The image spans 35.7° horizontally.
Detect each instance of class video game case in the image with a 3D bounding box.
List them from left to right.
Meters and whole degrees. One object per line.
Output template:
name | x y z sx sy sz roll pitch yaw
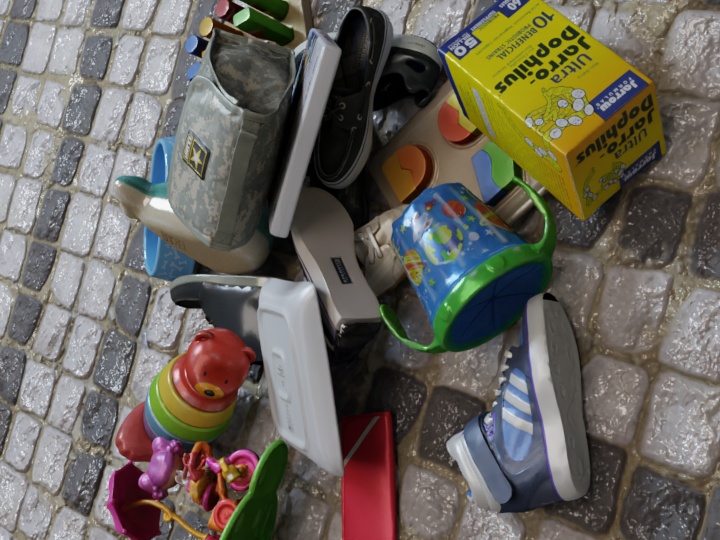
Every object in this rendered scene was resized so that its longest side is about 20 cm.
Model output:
video game case | -0.065 -0.154 1.211 0.182 0.023 0.203 -111 37 -72

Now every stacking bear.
stacking bear | -0.192 0.145 1.320 0.201 0.120 0.114 -53 14 41

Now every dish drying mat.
dish drying mat | 0.007 0.257 1.217 0.076 0.018 0.203 -11 73 38

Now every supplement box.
supplement box | 0.184 -0.165 1.083 0.109 0.110 0.200 -39 53 -4

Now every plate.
plate | -0.073 0.112 1.213 0.199 0.032 0.203 -176 77 -71

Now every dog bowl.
dog bowl | -0.243 -0.079 1.441 0.112 0.049 0.203 -130 47 -58

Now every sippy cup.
sippy cup | 0.100 -0.012 1.112 0.176 0.140 0.131 -28 62 -18

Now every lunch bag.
lunch bag | -0.138 -0.139 1.197 0.201 0.116 0.166 -96 21 -58

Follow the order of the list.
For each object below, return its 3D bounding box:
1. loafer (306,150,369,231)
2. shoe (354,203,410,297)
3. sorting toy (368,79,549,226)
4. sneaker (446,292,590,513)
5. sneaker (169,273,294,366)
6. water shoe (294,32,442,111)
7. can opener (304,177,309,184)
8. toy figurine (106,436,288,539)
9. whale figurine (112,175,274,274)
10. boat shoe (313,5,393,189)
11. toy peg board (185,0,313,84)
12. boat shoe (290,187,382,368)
loafer | -0.030 -0.122 1.300 0.068 0.070 0.203 -21 62 34
shoe | 0.000 0.000 1.241 0.200 0.053 0.070 -47 60 34
sorting toy | 0.102 -0.110 1.210 0.185 0.036 0.201 -43 55 25
sneaker | 0.139 0.133 1.090 0.145 0.080 0.203 -15 76 33
sneaker | -0.168 0.062 1.376 0.198 0.074 0.108 -2 81 41
water shoe | -0.005 -0.224 1.280 0.198 0.072 0.080 1 61 31
can opener | -0.125 -0.105 1.406 0.199 0.053 0.067 -33 25 32
toy figurine | -0.199 0.256 1.270 0.182 0.150 0.203 19 89 18
whale figurine | -0.193 -0.075 1.338 0.198 0.159 0.105 21 70 7
boat shoe | -0.018 -0.191 1.225 0.068 0.056 0.203 17 96 27
toy peg board | -0.160 -0.259 1.430 0.198 0.097 0.203 -23 65 35
boat shoe | -0.041 0.012 1.200 0.093 0.074 0.202 117 145 -44
